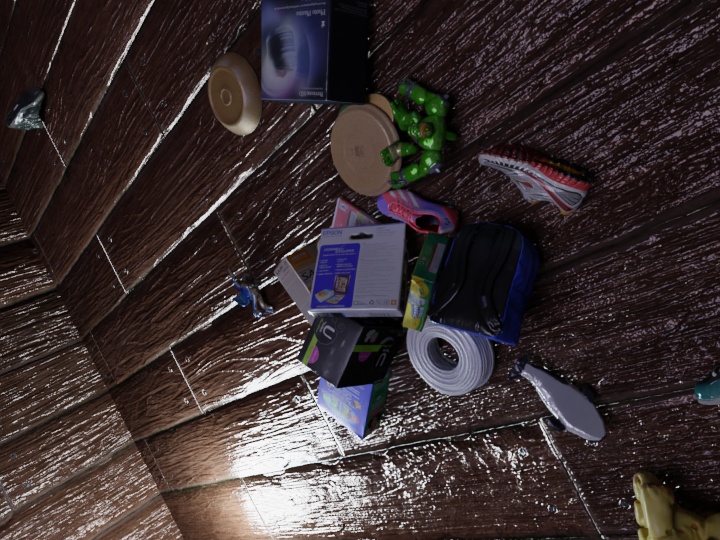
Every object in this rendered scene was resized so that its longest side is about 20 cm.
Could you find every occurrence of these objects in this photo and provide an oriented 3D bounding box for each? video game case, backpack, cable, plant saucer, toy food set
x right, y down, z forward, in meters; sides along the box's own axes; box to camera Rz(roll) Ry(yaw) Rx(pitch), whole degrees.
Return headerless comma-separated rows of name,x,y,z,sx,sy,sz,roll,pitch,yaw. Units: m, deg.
video game case,0.010,-0.060,1.360,0.200,0.017,0.144,36,129,26
backpack,0.233,0.021,1.088,0.162,0.167,0.202,12,84,35
cable,0.189,0.167,1.260,0.200,0.069,0.201,-34,85,46
plant saucer,-0.324,-0.436,1.485,0.199,0.035,0.202,20,121,36
toy food set,0.011,-0.255,1.246,0.197,0.049,0.201,-12,101,46

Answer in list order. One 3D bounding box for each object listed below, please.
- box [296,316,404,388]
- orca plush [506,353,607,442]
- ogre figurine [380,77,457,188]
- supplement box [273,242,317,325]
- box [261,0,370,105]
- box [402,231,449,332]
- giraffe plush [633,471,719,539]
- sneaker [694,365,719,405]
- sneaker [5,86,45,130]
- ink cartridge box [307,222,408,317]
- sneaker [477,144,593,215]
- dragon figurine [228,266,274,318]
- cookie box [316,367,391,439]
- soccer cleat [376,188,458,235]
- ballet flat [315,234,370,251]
box,-0.016,0.163,1.328,0.124,0.200,0.149,29,100,30
orca plush,0.370,0.251,1.130,0.199,0.106,0.071,27,161,19
ogre figurine,0.111,-0.259,1.119,0.119,0.098,0.201,9,77,43
supplement box,-0.096,0.043,1.430,0.201,0.126,0.074,53,136,9
box,-0.093,-0.436,1.184,0.199,0.123,0.200,14,109,40
box,0.125,0.033,1.175,0.048,0.118,0.201,18,145,8
giraffe plush,0.561,0.438,0.993,0.161,0.200,0.174,-6,103,14
sneaker,0.582,0.134,0.882,0.200,0.071,0.080,-39,77,41
sneaker,-1.231,-0.604,2.242,0.199,0.114,0.076,-43,72,17
ink cartridge box,0.000,0.000,1.245,0.197,0.201,0.043,-2,153,19
sneaker,0.285,-0.155,1.014,0.199,0.078,0.083,31,129,29
dragon figurine,-0.328,0.064,1.705,0.199,0.059,0.100,25,124,31
cookie box,-0.020,0.296,1.512,0.171,0.075,0.201,30,127,30
soccer cleat,0.105,-0.116,1.202,0.199,0.076,0.067,23,122,33
ballet flat,-0.049,-0.047,1.355,0.199,0.072,0.068,11,115,40
